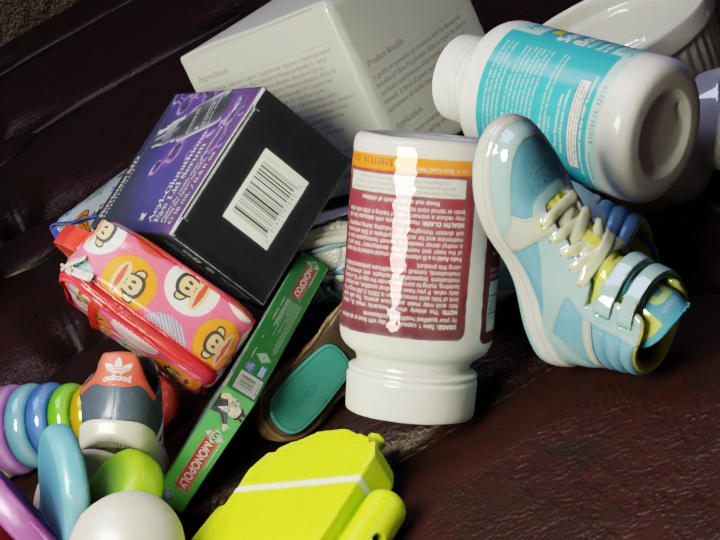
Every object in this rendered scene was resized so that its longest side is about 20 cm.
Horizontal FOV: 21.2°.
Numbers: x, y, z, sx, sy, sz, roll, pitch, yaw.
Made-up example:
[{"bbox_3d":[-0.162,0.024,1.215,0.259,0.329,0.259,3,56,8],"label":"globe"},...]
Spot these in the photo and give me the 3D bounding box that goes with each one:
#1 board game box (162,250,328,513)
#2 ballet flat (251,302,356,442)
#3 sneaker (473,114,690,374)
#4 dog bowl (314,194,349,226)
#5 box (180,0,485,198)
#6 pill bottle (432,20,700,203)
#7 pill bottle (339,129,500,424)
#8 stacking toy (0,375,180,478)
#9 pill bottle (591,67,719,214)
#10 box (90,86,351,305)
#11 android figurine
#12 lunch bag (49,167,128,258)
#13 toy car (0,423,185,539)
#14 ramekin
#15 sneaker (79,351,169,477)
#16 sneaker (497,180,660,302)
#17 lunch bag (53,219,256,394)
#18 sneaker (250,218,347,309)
[{"bbox_3d":[-0.093,0.086,1.538,0.135,0.029,0.200,-57,3,35],"label":"board game box"},{"bbox_3d":[-0.016,0.068,1.548,0.200,0.068,0.072,-44,10,-24],"label":"ballet flat"},{"bbox_3d":[0.159,-0.015,1.311,0.079,0.201,0.130,-42,33,-27],"label":"sneaker"},{"bbox_3d":[0.010,-0.056,1.759,0.198,0.059,0.200,-23,15,6],"label":"dog bowl"},{"bbox_3d":[-0.013,-0.179,1.763,0.199,0.173,0.199,-12,19,41],"label":"box"},{"bbox_3d":[0.151,-0.127,1.470,0.199,0.112,0.111,20,49,38],"label":"pill bottle"},{"bbox_3d":[0.043,0.003,1.392,0.113,0.202,0.114,5,7,-1],"label":"pill bottle"},{"bbox_3d":[-0.244,0.126,1.669,0.198,0.086,0.086,-13,25,24],"label":"stacking toy"},{"bbox_3d":[0.216,-0.100,1.556,0.198,0.113,0.112,-15,24,32],"label":"pill bottle"},{"bbox_3d":[-0.120,-0.064,1.617,0.149,0.104,0.199,-59,25,-14],"label":"box"},{"bbox_3d":[-0.049,0.181,1.346,0.181,0.041,0.200,-12,29,38],"label":"android figurine"},{"bbox_3d":[-0.184,-0.053,1.934,0.199,0.124,0.170,-14,24,51],"label":"lunch bag"},{"bbox_3d":[-0.229,0.195,1.348,0.201,0.150,0.175,-51,23,-5],"label":"toy car"},{"bbox_3d":[0.234,-0.170,1.704,0.199,0.106,0.201,-24,22,10],"label":"ramekin"},{"bbox_3d":[-0.184,0.112,1.512,0.074,0.085,0.200,4,-15,-7],"label":"sneaker"},{"bbox_3d":[0.156,-0.002,1.476,0.200,0.130,0.080,111,-177,-70],"label":"sneaker"},{"bbox_3d":[-0.175,0.023,1.563,0.082,0.175,0.200,-54,1,-9],"label":"lunch bag"},{"bbox_3d":[0.000,0.000,1.618,0.198,0.087,0.078,-22,-15,6],"label":"sneaker"}]
